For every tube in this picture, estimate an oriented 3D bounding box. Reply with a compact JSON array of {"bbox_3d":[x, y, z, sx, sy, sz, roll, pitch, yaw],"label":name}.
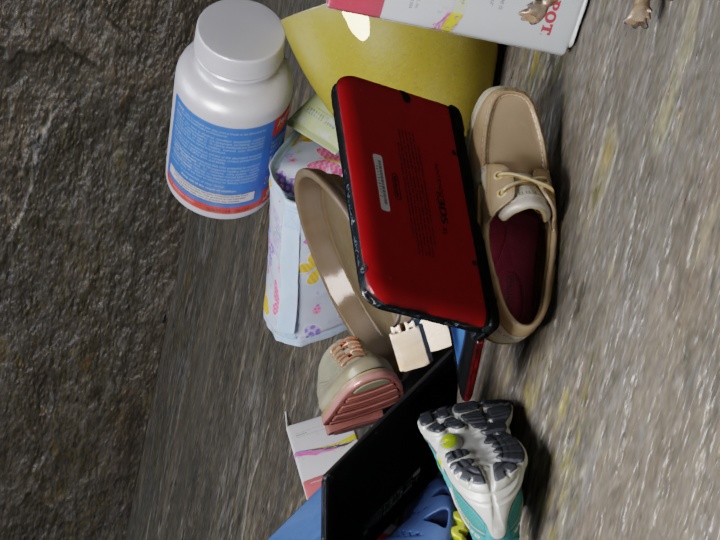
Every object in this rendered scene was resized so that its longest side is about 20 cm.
[{"bbox_3d":[0.019,-0.195,1.804,0.200,0.052,0.058,-47,8,-11],"label":"tube"}]

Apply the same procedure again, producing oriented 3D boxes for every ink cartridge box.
[{"bbox_3d":[-0.019,0.214,1.834,0.200,0.067,0.117,-115,8,-66],"label":"ink cartridge box"},{"bbox_3d":[0.083,-0.264,1.471,0.083,0.198,0.147,-95,18,-54],"label":"ink cartridge box"}]

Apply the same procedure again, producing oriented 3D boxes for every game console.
[{"bbox_3d":[0.033,-0.022,1.453,0.119,0.171,0.202,-42,46,42],"label":"game console"}]

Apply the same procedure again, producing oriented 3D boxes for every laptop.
[{"bbox_3d":[-0.017,0.165,1.578,0.187,0.115,0.201,-42,-34,-40],"label":"laptop"}]

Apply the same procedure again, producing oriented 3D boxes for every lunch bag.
[{"bbox_3d":[-0.027,-0.042,1.820,0.200,0.126,0.171,-55,-26,-52],"label":"lunch bag"}]

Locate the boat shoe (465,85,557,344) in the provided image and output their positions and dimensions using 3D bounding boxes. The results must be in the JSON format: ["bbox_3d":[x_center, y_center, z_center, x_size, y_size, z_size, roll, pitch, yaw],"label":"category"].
[{"bbox_3d":[0.123,-0.045,1.462,0.069,0.073,0.202,165,103,-74],"label":"boat shoe"}]

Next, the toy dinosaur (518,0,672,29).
[{"bbox_3d":[0.178,-0.246,1.311,0.200,0.085,0.137,134,149,-60],"label":"toy dinosaur"}]

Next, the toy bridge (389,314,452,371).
[{"bbox_3d":[0.058,0.031,1.547,0.200,0.027,0.068,-27,-80,-73],"label":"toy bridge"}]

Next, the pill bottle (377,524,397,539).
[{"bbox_3d":[0.005,0.327,1.649,0.201,0.110,0.111,-94,18,-44],"label":"pill bottle"}]

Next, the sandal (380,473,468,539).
[{"bbox_3d":[0.043,0.240,1.574,0.201,0.086,0.080,-85,10,-55],"label":"sandal"}]

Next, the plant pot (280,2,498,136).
[{"bbox_3d":[0.042,-0.180,1.694,0.200,0.198,0.143,-172,66,-77],"label":"plant pot"}]

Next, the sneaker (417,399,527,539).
[{"bbox_3d":[0.088,0.154,1.472,0.200,0.077,0.080,-96,-3,-72],"label":"sneaker"}]

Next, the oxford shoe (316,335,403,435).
[{"bbox_3d":[-0.011,0.092,1.627,0.200,0.070,0.075,123,131,-74],"label":"oxford shoe"}]

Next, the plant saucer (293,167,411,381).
[{"bbox_3d":[0.000,0.000,1.630,0.201,0.029,0.201,57,164,26],"label":"plant saucer"}]

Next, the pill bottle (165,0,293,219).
[{"bbox_3d":[-0.121,-0.152,1.777,0.201,0.111,0.113,104,168,-50],"label":"pill bottle"}]

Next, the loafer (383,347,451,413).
[{"bbox_3d":[0.036,0.111,1.734,0.073,0.071,0.202,-125,45,-72],"label":"loafer"}]
